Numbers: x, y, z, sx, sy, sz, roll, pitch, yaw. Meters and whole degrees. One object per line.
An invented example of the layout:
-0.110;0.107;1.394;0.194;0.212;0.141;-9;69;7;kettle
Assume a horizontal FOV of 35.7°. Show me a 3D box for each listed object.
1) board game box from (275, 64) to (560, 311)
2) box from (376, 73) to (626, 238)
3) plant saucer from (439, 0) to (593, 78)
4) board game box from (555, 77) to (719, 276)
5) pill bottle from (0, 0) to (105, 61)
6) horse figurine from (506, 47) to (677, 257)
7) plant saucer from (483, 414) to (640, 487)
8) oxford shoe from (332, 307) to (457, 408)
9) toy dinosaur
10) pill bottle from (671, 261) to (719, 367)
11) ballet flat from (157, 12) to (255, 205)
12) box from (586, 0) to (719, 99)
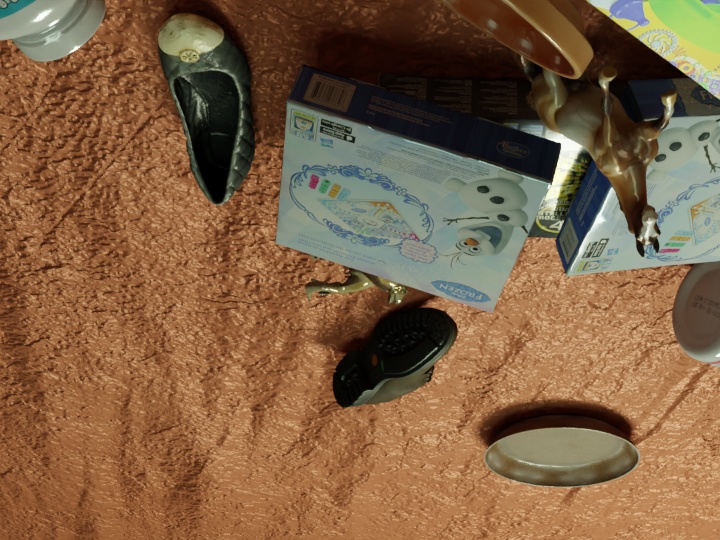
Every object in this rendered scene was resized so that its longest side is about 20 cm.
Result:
0.036;-0.058;0.890;0.200;0.043;0.199;18;149;3;board game box
0.111;-0.092;0.938;0.200;0.049;0.161;3;145;2;box
0.061;-0.188;0.689;0.200;0.200;0.032;30;99;-35;plant saucer
0.279;-0.075;0.900;0.199;0.043;0.200;-4;146;-12;board game box
-0.243;-0.224;0.709;0.111;0.111;0.200;-9;146;20;pill bottle
0.160;-0.120;0.795;0.050;0.200;0.133;-32;148;-10;horse figurine
0.261;0.233;1.458;0.200;0.032;0.200;3;147;2;plant saucer
0.053;0.093;1.237;0.084;0.073;0.200;4;154;-33;oxford shoe
0.000;0.000;1.073;0.101;0.058;0.200;0;175;9;toy dinosaur
0.412;0.058;1.084;0.200;0.109;0.109;18;146;-21;pill bottle
-0.118;-0.128;0.898;0.066;0.057;0.200;-1;148;6;ballet flat
0.226;-0.230;0.634;0.192;0.122;0.200;25;143;-31;box
